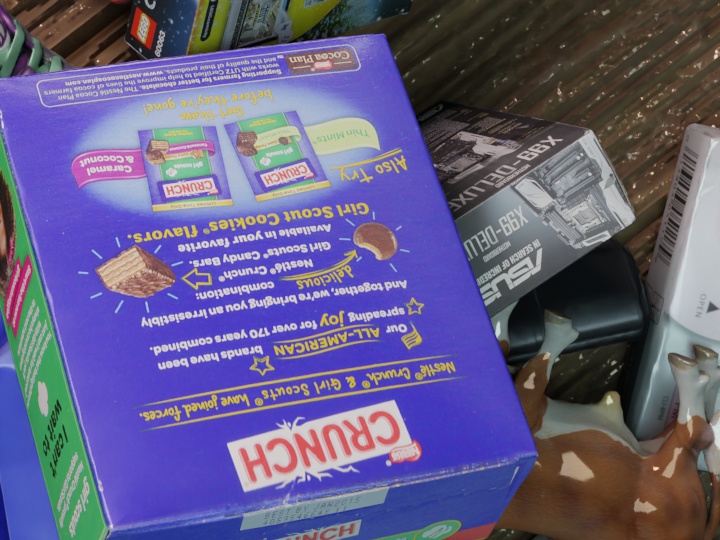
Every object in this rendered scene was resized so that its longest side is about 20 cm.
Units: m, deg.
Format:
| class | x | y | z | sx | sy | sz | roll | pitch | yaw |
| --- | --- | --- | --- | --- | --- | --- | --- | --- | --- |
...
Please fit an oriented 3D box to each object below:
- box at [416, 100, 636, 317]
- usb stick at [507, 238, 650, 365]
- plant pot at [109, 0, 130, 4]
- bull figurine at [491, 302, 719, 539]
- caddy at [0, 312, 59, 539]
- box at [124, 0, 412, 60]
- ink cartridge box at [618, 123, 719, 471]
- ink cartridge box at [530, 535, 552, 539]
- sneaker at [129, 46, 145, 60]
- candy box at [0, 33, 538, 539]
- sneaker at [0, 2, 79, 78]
| class | x | y | z | sx | sy | sz | roll | pitch | yaw |
| --- | --- | --- | --- | --- | --- | --- | --- | --- | --- |
| box | 0.000 | 0.000 | 1.207 | 0.200 | 0.158 | 0.050 | -33 | 109 | -16 |
| usb stick | 0.039 | 0.027 | 1.300 | 0.199 | 0.056 | 0.033 | -12 | 149 | -8 |
| plant pot | -0.081 | -0.240 | 1.144 | 0.177 | 0.200 | 0.201 | -35 | 108 | -11 |
| bull figurine | 0.084 | 0.077 | 1.265 | 0.200 | 0.065 | 0.122 | 17 | 101 | -25 |
| caddy | -0.131 | 0.092 | 1.152 | 0.141 | 0.105 | 0.201 | 4 | 112 | 29 |
| box | -0.014 | -0.179 | 1.091 | 0.136 | 0.038 | 0.200 | -22 | 141 | -42 |
| ink cartridge box | 0.235 | 0.025 | 1.339 | 0.199 | 0.057 | 0.163 | 11 | 102 | -9 |
| ink cartridge box | 0.132 | 0.238 | 1.322 | 0.084 | 0.146 | 0.200 | -40 | 109 | 0 |
| sneaker | -0.031 | -0.158 | 1.224 | 0.079 | 0.075 | 0.200 | 25 | 98 | -14 |
| candy box | -0.046 | 0.017 | 1.058 | 0.169 | 0.200 | 0.077 | -8 | 149 | -18 |
| sneaker | -0.141 | -0.066 | 1.176 | 0.200 | 0.088 | 0.075 | 28 | 69 | 13 |
